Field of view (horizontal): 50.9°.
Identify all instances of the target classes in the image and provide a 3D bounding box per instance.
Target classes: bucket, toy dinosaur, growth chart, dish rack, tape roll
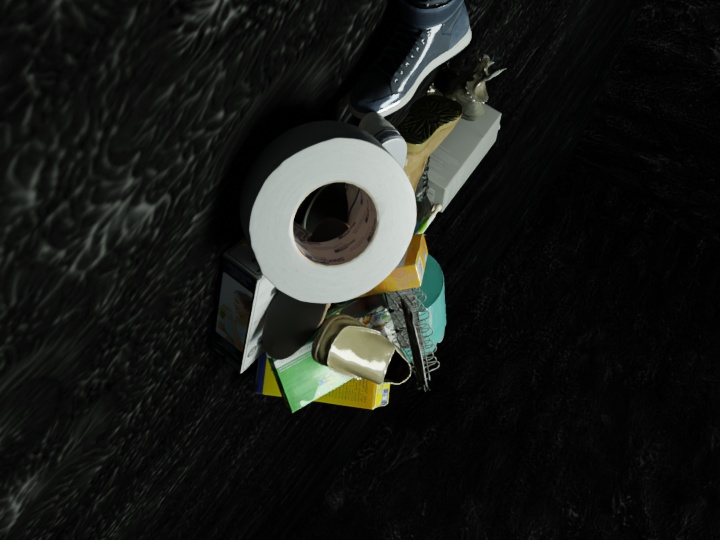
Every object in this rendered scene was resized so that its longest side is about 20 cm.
[{"bbox_3d":[0.075,0.060,1.497,0.207,0.205,0.136,-47,152,-30],"label":"bucket"},{"bbox_3d":[0.171,-0.283,1.257,0.077,0.102,0.200,-51,164,-13],"label":"toy dinosaur"},{"bbox_3d":[0.081,-0.083,1.355,0.146,0.018,0.200,-55,-162,13],"label":"growth chart"},{"bbox_3d":[0.079,0.082,1.150,0.054,0.156,0.200,-16,-160,-6],"label":"dish rack"},{"bbox_3d":[-0.037,-0.065,0.875,0.197,0.066,0.204,-9,119,-16],"label":"tape roll"}]

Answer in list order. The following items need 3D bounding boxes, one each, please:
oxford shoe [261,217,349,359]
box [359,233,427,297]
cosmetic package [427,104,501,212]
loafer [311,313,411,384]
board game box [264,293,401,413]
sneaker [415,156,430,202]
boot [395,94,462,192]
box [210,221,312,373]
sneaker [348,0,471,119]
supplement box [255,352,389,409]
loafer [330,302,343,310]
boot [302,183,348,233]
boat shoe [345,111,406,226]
[{"bbox_3d":[-0.061,0.028,0.996,0.202,0.071,0.071,-59,169,6],"label":"oxford shoe"},{"bbox_3d":[0.000,0.000,1.150,0.119,0.197,0.042,-68,142,-63],"label":"box"},{"bbox_3d":[0.183,-0.226,1.461,0.201,0.089,0.107,-55,166,-17],"label":"cosmetic package"},{"bbox_3d":[0.009,0.111,1.031,0.199,0.067,0.077,19,91,-54],"label":"loafer"},{"bbox_3d":[-0.037,0.112,1.095,0.198,0.106,0.023,-25,-165,-27],"label":"board game box"},{"bbox_3d":[0.091,-0.166,1.300,0.202,0.079,0.075,-61,165,12],"label":"sneaker"},{"bbox_3d":[0.069,-0.141,1.111,0.175,0.066,0.202,-42,157,-43],"label":"boot"},{"bbox_3d":[-0.135,0.031,1.018,0.117,0.060,0.202,-44,161,-40],"label":"box"},{"bbox_3d":[0.052,-0.289,0.920,0.202,0.077,0.147,-45,155,-12],"label":"sneaker"},{"bbox_3d":[-0.055,0.152,1.216,0.109,0.196,0.112,26,70,-76],"label":"supplement box"},{"bbox_3d":[-0.025,0.053,1.279,0.201,0.069,0.076,-56,-149,30],"label":"loafer"},{"bbox_3d":[-0.018,-0.087,1.134,0.201,0.072,0.145,-54,167,-25],"label":"boot"},{"bbox_3d":[0.011,-0.120,0.989,0.070,0.070,0.201,-19,148,-19],"label":"boat shoe"}]
